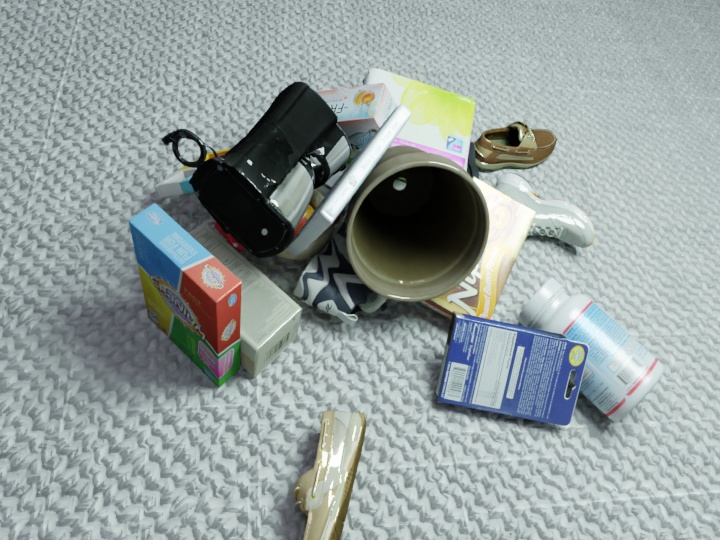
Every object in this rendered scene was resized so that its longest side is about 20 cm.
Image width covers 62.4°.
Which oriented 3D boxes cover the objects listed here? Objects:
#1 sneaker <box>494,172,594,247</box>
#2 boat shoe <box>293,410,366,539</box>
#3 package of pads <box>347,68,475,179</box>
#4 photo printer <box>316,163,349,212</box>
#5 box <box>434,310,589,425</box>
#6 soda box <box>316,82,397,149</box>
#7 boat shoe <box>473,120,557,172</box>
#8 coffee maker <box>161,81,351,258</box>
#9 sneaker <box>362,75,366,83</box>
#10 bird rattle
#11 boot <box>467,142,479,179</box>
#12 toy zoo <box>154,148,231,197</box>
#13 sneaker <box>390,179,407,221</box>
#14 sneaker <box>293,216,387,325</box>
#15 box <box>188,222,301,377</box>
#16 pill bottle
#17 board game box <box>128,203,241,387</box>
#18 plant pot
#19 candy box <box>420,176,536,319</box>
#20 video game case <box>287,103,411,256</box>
[{"bbox_3d":[0.307,-0.084,1.039,0.197,0.077,0.092,32,61,20],"label":"sneaker"},{"bbox_3d":[-0.046,0.262,0.708,0.067,0.075,0.204,11,51,10],"label":"boat shoe"},{"bbox_3d":[0.086,-0.232,0.977,0.193,0.068,0.160,14,73,-8],"label":"package of pads"},{"bbox_3d":[-0.055,-0.200,1.024,0.197,0.070,0.168,33,61,11],"label":"photo printer"},{"bbox_3d":[0.210,0.139,0.829,0.193,0.126,0.032,12,8,-3],"label":"box"},{"bbox_3d":[-0.041,-0.229,0.909,0.194,0.068,0.065,3,65,32],"label":"soda box"},{"bbox_3d":[0.300,-0.243,1.141,0.194,0.075,0.077,-17,59,-23],"label":"boat shoe"},{"bbox_3d":[-0.119,-0.156,0.786,0.131,0.195,0.203,-2,41,34],"label":"coffee maker"},{"bbox_3d":[0.050,-0.312,1.105,0.078,0.077,0.203,-13,37,0],"label":"sneaker"},{"bbox_3d":[-0.117,-0.087,0.896,0.161,0.114,0.201,33,48,6],"label":"bird rattle"},{"bbox_3d":[0.126,-0.185,1.061,0.157,0.075,0.202,12,46,-7],"label":"boot"},{"bbox_3d":[-0.228,-0.155,0.916,0.195,0.021,0.131,-1,31,35],"label":"toy zoo"},{"bbox_3d":[0.100,-0.054,0.974,0.197,0.076,0.117,31,66,13],"label":"sneaker"},{"bbox_3d":[0.000,0.000,0.900,0.128,0.080,0.200,36,45,2],"label":"sneaker"},{"bbox_3d":[-0.183,0.038,0.824,0.199,0.079,0.094,40,55,16],"label":"box"},{"bbox_3d":[0.331,0.110,0.874,0.107,0.110,0.200,-32,67,-30],"label":"pill bottle"},{"bbox_3d":[-0.213,0.038,0.741,0.152,0.203,0.040,39,55,17],"label":"board game box"},{"bbox_3d":[0.068,-0.091,0.844,0.192,0.206,0.176,4,32,-9],"label":"plant pot"},{"bbox_3d":[0.175,-0.023,0.910,0.113,0.055,0.205,27,80,1],"label":"candy box"},{"bbox_3d":[-0.022,-0.113,0.794,0.024,0.199,0.184,38,71,-9],"label":"video game case"}]
